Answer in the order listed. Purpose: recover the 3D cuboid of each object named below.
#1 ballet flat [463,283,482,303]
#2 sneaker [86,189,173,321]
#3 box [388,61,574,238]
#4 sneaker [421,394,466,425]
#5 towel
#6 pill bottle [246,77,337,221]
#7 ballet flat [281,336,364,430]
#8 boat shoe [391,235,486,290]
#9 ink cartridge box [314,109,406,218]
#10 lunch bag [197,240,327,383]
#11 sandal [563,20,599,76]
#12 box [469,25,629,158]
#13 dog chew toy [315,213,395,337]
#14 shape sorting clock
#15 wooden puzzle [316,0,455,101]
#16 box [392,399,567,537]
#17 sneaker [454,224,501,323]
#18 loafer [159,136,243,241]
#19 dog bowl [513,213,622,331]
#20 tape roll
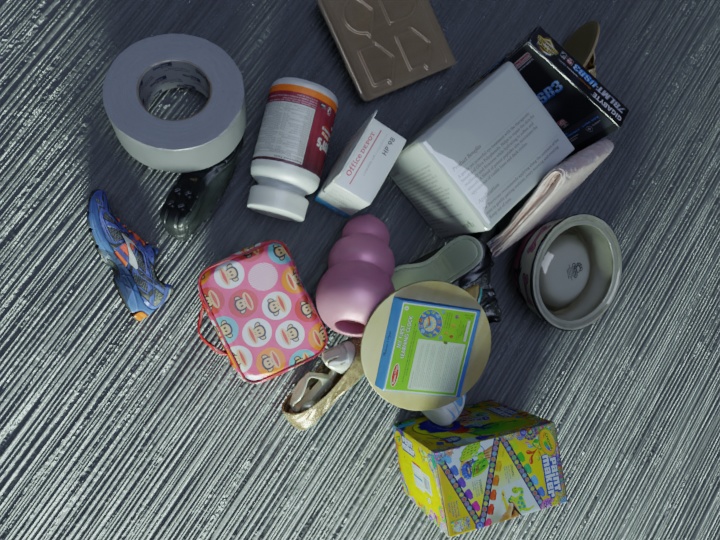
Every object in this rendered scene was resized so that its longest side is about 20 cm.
[{"bbox_3d":[0.134,0.099,0.971,0.063,0.069,0.201,17,124,2],"label":"ballet flat"},{"bbox_3d":[-0.345,-0.028,0.903,0.078,0.075,0.201,-27,102,-23],"label":"sneaker"},{"bbox_3d":[0.178,-0.181,0.970,0.199,0.200,0.171,-42,100,-12],"label":"box"},{"bbox_3d":[0.079,0.169,0.981,0.200,0.072,0.072,36,47,16],"label":"sneaker"},{"bbox_3d":[0.303,-0.120,0.975,0.032,0.191,0.200,47,45,12],"label":"towel"},{"bbox_3d":[-0.108,-0.184,0.943,0.109,0.110,0.201,14,84,-13],"label":"pill bottle"},{"bbox_3d":[-0.048,0.164,0.943,0.200,0.070,0.065,-51,131,1],"label":"ballet flat"},{"bbox_3d":[0.114,0.008,0.986,0.201,0.061,0.072,-29,82,23],"label":"boat shoe"},{"bbox_3d":[-0.001,-0.154,0.922,0.067,0.200,0.116,31,81,-11],"label":"ink cartridge box"},{"bbox_3d":[-0.161,0.069,0.932,0.176,0.082,0.201,-24,94,-13],"label":"lunch bag"},{"bbox_3d":[0.392,-0.339,1.107,0.069,0.078,0.212,25,87,-32],"label":"sandal"},{"bbox_3d":[0.296,-0.273,1.003,0.198,0.200,0.050,38,68,-11],"label":"box"},{"bbox_3d":[0.000,0.000,0.954,0.124,0.125,0.201,17,59,-13],"label":"dog chew toy"},{"bbox_3d":[0.097,0.112,0.897,0.199,0.039,0.201,-4,105,-14],"label":"shape sorting clock"},{"bbox_3d":[0.043,-0.398,1.027,0.200,0.046,0.186,-26,95,-19],"label":"wooden puzzle"},{"bbox_3d":[0.177,0.297,0.948,0.192,0.200,0.123,-9,90,-15],"label":"box"},{"bbox_3d":[0.202,0.017,1.033,0.114,0.076,0.200,28,84,-13],"label":"sneaker"},{"bbox_3d":[-0.240,-0.135,0.932,0.068,0.070,0.201,22,65,6],"label":"loafer"},{"bbox_3d":[0.353,0.000,1.051,0.199,0.074,0.201,-4,100,-24],"label":"dog bowl"},{"bbox_3d":[-0.270,-0.248,0.897,0.199,0.066,0.201,2,69,-6],"label":"tape roll"}]
